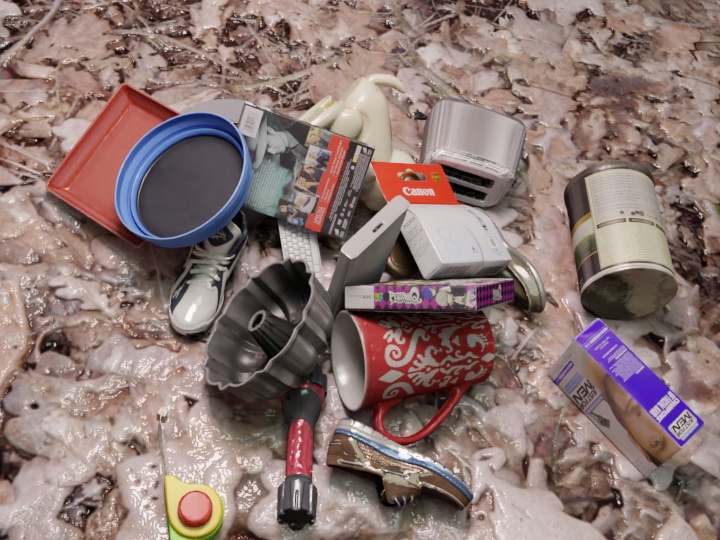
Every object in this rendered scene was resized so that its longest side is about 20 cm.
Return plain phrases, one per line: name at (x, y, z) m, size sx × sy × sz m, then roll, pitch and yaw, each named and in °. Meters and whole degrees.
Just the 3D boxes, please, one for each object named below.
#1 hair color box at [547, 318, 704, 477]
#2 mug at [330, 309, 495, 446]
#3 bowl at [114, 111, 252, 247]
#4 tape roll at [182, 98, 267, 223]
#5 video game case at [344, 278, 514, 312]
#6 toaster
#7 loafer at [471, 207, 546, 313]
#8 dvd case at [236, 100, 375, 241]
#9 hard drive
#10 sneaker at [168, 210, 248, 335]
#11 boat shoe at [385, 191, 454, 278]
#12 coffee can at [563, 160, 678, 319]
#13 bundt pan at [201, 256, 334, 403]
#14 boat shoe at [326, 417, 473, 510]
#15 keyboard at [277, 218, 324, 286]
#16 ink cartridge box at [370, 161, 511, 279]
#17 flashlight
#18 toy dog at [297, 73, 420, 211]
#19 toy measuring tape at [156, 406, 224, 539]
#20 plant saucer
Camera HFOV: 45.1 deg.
hair color box at (0.368, 0.179, 1.221) m, size 0.065 × 0.110 × 0.200 m, roll -34°, pitch 69°, yaw -29°
mug at (0.072, 0.132, 1.194) m, size 0.197 × 0.180 × 0.133 m, roll -6°, pitch 16°, yaw -22°
bowl at (-0.239, -0.122, 1.182) m, size 0.198 × 0.039 × 0.203 m, roll -9°, pitch 61°, yaw 16°
tape roll at (-0.198, -0.170, 1.344) m, size 0.197 × 0.066 × 0.203 m, roll 7°, pitch 55°, yaw -10°
video game case at (0.099, 0.032, 1.174) m, size 0.179 × 0.199 × 0.036 m, roll -1°, pitch 92°, yaw 24°
toaster at (0.172, -0.194, 1.419) m, size 0.197 × 0.114 × 0.131 m, roll 17°, pitch 57°, yaw -6°
loafer at (0.208, -0.006, 1.337) m, size 0.069 × 0.076 × 0.201 m, roll -30°, pitch 63°, yaw -16°
dvd case at (-0.094, -0.142, 1.249) m, size 0.197 × 0.148 × 0.022 m, roll 17°, pitch 13°, yaw -9°
hard drive at (0.000, 0.000, 1.193) m, size 0.026 × 0.201 × 0.132 m, roll 37°, pitch 55°, yaw 13°
sneaker at (-0.209, -0.018, 1.201) m, size 0.079 × 0.130 × 0.200 m, roll 24°, pitch 55°, yaw 5°
boat shoe at (0.087, -0.053, 1.334) m, size 0.074 × 0.067 × 0.201 m, roll 34°, pitch 52°, yaw 1°
coffee can at (0.403, -0.047, 1.356) m, size 0.144 × 0.147 × 0.202 m, roll 6°, pitch 56°, yaw -9°
bundt pan at (-0.112, 0.086, 1.137) m, size 0.076 × 0.200 × 0.204 m, roll 42°, pitch 47°, yaw -32°
boat shoe at (0.047, 0.268, 1.117) m, size 0.198 × 0.072 × 0.073 m, roll 25°, pitch 66°, yaw 7°
keyboard at (-0.094, -0.064, 1.284) m, size 0.055 × 0.011 × 0.203 m, roll -8°, pitch 84°, yaw -15°
ink cartridge box at (0.118, -0.085, 1.260) m, size 0.159 × 0.047 × 0.202 m, roll -3°, pitch 62°, yaw -43°
flashlight at (-0.077, 0.219, 1.110) m, size 0.067 × 0.068 × 0.202 m, roll 32°, pitch 42°, yaw -33°
toy dog at (0.012, -0.185, 1.353) m, size 0.193 × 0.139 × 0.201 m, roll -40°, pitch 110°, yaw -10°
toy measuring tape at (-0.205, 0.260, 1.056) m, size 0.072 × 0.074 × 0.202 m, roll -5°, pitch 59°, yaw -16°
plant saucer at (-0.328, -0.151, 1.267) m, size 0.199 × 0.037 × 0.201 m, roll 30°, pitch 78°, yaw 20°
